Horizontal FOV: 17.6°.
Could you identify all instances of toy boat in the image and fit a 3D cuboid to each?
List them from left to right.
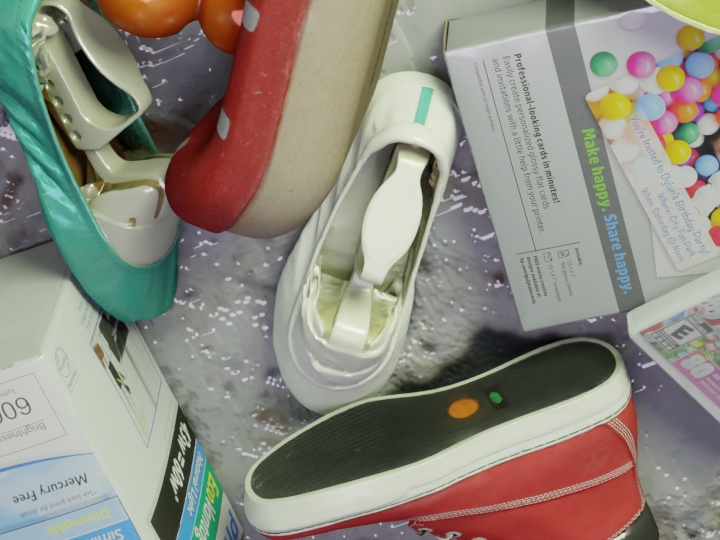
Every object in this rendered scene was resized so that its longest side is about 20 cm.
[{"bbox_3d":[-0.054,-0.114,1.014,0.131,0.131,0.200,17,120,3],"label":"toy boat"}]

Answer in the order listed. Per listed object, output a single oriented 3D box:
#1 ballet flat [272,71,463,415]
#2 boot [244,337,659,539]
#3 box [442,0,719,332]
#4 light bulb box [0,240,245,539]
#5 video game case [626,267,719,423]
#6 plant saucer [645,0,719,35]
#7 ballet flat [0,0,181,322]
[{"bbox_3d":[0.000,0.000,1.111,0.069,0.069,0.200,16,121,-5],"label":"ballet flat"},{"bbox_3d":[0.049,0.129,1.166,0.200,0.072,0.144,-16,122,-3],"label":"boot"},{"bbox_3d":[0.153,-0.062,1.075,0.200,0.041,0.156,-12,119,10],"label":"box"},{"bbox_3d":[-0.189,0.117,1.162,0.198,0.125,0.200,-18,117,15],"label":"light bulb box"},{"bbox_3d":[0.247,0.021,1.096,0.200,0.018,0.143,-28,131,26],"label":"video game case"},{"bbox_3d":[0.179,-0.197,0.977,0.200,0.031,0.200,3,107,8],"label":"plant saucer"},{"bbox_3d":[-0.120,-0.057,1.078,0.070,0.067,0.200,-1,124,40],"label":"ballet flat"}]
